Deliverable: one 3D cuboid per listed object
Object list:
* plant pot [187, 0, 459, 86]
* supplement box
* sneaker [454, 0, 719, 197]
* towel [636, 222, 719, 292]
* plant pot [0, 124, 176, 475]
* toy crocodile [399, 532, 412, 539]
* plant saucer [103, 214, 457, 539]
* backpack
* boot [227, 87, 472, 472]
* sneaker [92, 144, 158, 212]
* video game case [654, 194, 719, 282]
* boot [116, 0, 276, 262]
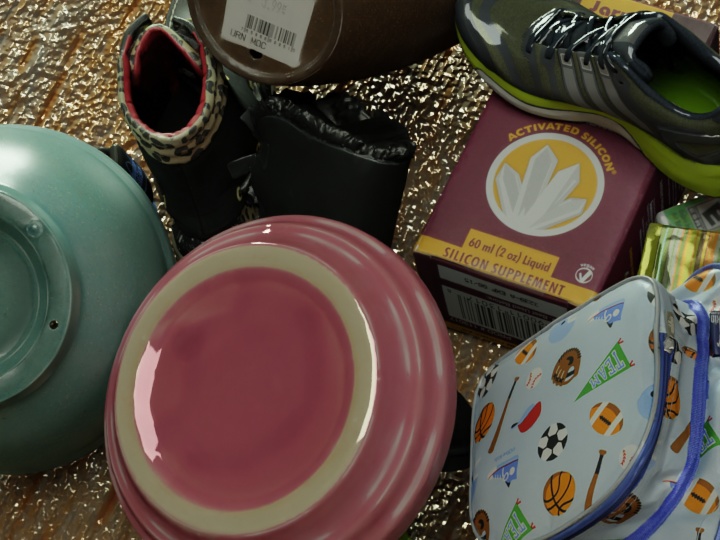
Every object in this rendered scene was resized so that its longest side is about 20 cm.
[{"bbox_3d":[-0.015,-0.181,1.346,0.185,0.188,0.200,14,29,17],"label":"plant pot"},{"bbox_3d":[0.122,-0.056,1.356,0.110,0.086,0.201,18,65,19],"label":"supplement box"},{"bbox_3d":[0.139,-0.117,1.291,0.199,0.081,0.074,26,67,20],"label":"sneaker"},{"bbox_3d":[0.240,0.027,1.265,0.198,0.018,0.087,7,81,22],"label":"towel"},{"bbox_3d":[-0.205,0.016,1.296,0.198,0.134,0.202,0,89,2],"label":"plant pot"},{"bbox_3d":[-0.043,0.122,1.304,0.199,0.062,0.068,27,68,27],"label":"toy crocodile"},{"bbox_3d":[-0.050,0.065,1.217,0.199,0.051,0.202,-7,73,23],"label":"plant saucer"},{"bbox_3d":[0.146,0.109,1.169,0.153,0.200,0.192,19,51,-29],"label":"backpack"},{"bbox_3d":[0.001,0.000,1.287,0.073,0.164,0.198,-8,28,-43],"label":"boot"},{"bbox_3d":[-0.222,-0.039,1.408,0.198,0.078,0.071,-9,59,4],"label":"sneaker"},{"bbox_3d":[0.282,0.025,1.300,0.181,0.022,0.201,-21,69,-4],"label":"video game case"},{"bbox_3d":[-0.096,-0.115,1.386,0.073,0.154,0.205,-7,60,6],"label":"boot"}]
